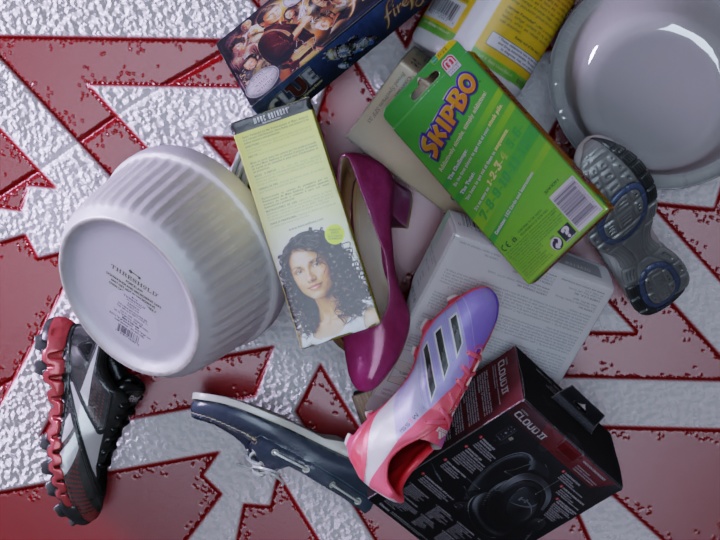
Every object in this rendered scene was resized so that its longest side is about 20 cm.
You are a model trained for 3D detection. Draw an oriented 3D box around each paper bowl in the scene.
[{"bbox_3d":[0.265,-0.168,1.300,0.199,0.104,0.202,7,114,17],"label":"paper bowl"}]

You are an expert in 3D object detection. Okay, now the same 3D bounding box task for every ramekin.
[{"bbox_3d":[-0.174,0.000,1.315,0.199,0.105,0.201,19,128,26],"label":"ramekin"}]

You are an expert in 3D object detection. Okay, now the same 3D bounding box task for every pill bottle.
[{"bbox_3d":[0.142,-0.264,1.322,0.111,0.111,0.201,31,96,-2],"label":"pill bottle"}]

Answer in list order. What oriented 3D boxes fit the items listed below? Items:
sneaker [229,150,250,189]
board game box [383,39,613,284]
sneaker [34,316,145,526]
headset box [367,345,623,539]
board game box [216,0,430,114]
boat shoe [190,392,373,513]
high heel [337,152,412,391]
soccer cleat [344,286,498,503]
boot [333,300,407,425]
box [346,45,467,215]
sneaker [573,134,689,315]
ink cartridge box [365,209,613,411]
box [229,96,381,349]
[{"bbox_3d":[-0.111,-0.054,1.353,0.073,0.116,0.201,25,98,-3],"label":"sneaker"},{"bbox_3d":[0.114,-0.094,1.261,0.096,0.030,0.200,-44,80,20],"label":"board game box"},{"bbox_3d":[-0.251,0.143,1.400,0.097,0.071,0.202,-2,95,4],"label":"sneaker"},{"bbox_3d":[0.126,0.171,1.335,0.200,0.077,0.149,-37,120,23],"label":"headset box"},{"bbox_3d":[-0.029,-0.227,1.323,0.200,0.136,0.035,-39,127,5],"label":"board game box"},{"bbox_3d":[-0.072,0.170,1.399,0.199,0.075,0.062,22,85,-10],"label":"boat shoe"},{"bbox_3d":[0.000,0.000,1.292,0.067,0.096,0.201,2,73,37],"label":"high heel"},{"bbox_3d":[0.065,0.106,1.274,0.200,0.067,0.076,-53,50,8],"label":"soccer cleat"},{"bbox_3d":[0.049,0.047,1.378,0.154,0.077,0.201,-20,92,2],"label":"boot"},{"bbox_3d":[0.097,-0.104,1.349,0.200,0.078,0.095,36,111,-2],"label":"box"},{"bbox_3d":[0.225,-0.046,1.319,0.074,0.087,0.200,-31,131,-3],"label":"sneaker"},{"bbox_3d":[0.112,0.060,1.342,0.160,0.050,0.201,19,119,-14],"label":"ink cartridge box"},{"bbox_3d":[-0.045,-0.040,1.254,0.075,0.050,0.201,-19,89,3],"label":"box"}]
